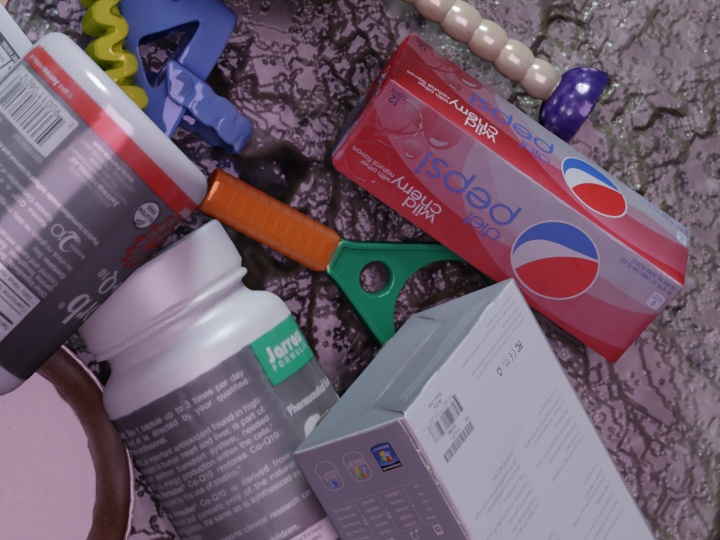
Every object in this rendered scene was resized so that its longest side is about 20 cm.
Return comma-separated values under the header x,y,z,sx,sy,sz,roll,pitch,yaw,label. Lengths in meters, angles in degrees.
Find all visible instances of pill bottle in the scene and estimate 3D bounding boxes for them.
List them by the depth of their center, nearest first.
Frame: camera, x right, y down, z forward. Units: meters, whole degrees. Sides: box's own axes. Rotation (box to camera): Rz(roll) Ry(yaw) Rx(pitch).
x,y,z,sx,sy,sz,roll,pitch,yaw,label
-0.182,-0.011,1.075,0.116,0.116,0.200,45,89,-6,pill bottle
-0.067,0.083,1.153,0.113,0.113,0.201,-31,95,-8,pill bottle

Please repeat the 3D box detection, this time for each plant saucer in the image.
x,y,z,sx,sy,sz,roll,pitch,yaw,label
-0.222,0.120,1.169,0.198,0.032,0.202,0,89,-9,plant saucer

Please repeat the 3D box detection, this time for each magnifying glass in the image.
x,y,z,sx,sy,sz,roll,pitch,yaw,label
0.000,0.000,1.197,0.199,0.022,0.080,28,89,-19,magnifying glass

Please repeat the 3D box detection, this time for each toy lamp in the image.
x,y,z,sx,sy,sz,roll,pitch,yaw,label
0.046,-0.148,1.205,0.199,0.058,0.058,35,84,-9,toy lamp

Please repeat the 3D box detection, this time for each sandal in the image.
x,y,z,sx,sy,sz,roll,pitch,yaw,label
-0.108,-0.134,1.174,0.086,0.079,0.202,-7,98,-13,sandal

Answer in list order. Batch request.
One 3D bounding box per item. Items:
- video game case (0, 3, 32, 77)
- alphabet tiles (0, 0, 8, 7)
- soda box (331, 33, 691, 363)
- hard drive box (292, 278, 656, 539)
x,y,z,sx,sy,sz,roll,pitch,yaw,label
-0.279,-0.125,1.124,0.182,0.023,0.201,-41,97,-35,video game case
-0.300,-0.151,1.173,0.199,0.006,0.168,24,85,-8,alphabet tiles
0.084,-0.040,1.192,0.199,0.064,0.070,34,122,-8,soda box
0.071,0.132,1.137,0.076,0.156,0.201,-22,104,35,hard drive box
